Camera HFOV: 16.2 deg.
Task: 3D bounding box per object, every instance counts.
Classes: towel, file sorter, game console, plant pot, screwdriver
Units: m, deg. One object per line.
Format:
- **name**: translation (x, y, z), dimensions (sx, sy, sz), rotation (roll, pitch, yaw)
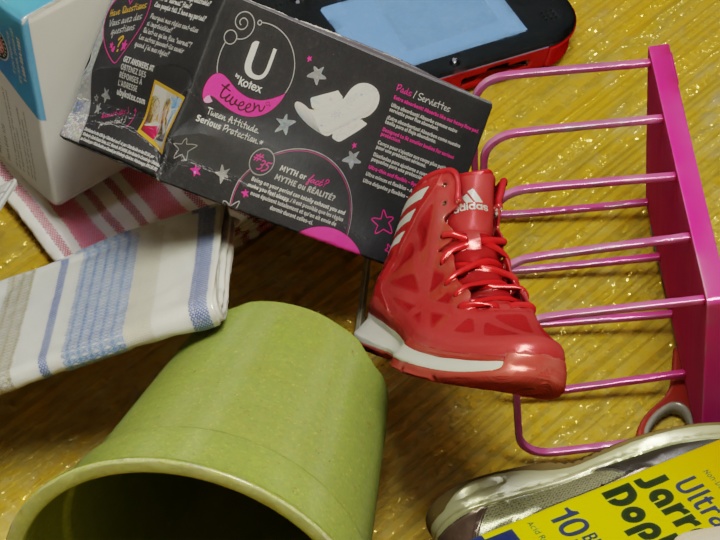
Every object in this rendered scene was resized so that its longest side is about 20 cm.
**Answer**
- **towel**: translation (-0.164, 0.026, 1.430), dimensions (0.200, 0.024, 0.147), rotation (-19, 23, 8)
- **file sorter**: translation (0.136, -0.008, 1.485), dimensions (0.125, 0.139, 0.200), rotation (-6, 49, 0)
- **game console**: translation (0.026, -0.183, 1.693), dimensions (0.200, 0.031, 0.177), rotation (-17, 55, -19)
- **plant pot**: translation (-0.065, 0.119, 1.357), dimensions (0.200, 0.200, 0.190), rotation (14, 38, 6)
- **towel**: translation (-0.121, -0.068, 1.585), dimensions (0.200, 0.030, 0.146), rotation (-30, 58, -26)
- **screwdriver**: translation (0.000, 0.000, 1.542), dimensions (0.029, 0.028, 0.200), rotation (29, 47, -19)

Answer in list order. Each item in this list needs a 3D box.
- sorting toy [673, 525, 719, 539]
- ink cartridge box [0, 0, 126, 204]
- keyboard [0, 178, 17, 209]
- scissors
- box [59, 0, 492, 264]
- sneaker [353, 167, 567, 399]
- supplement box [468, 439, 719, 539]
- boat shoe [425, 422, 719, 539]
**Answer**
- **sorting toy**: translation (0.261, 0.220, 1.272), dimensions (0.199, 0.200, 0.070), rotation (-8, 23, -12)
- **ink cartridge box**: translation (-0.198, -0.173, 1.567), dimensions (0.146, 0.147, 0.200), rotation (-32, 50, -26)
- **keyboard**: translation (-0.260, 0.026, 1.473), dimensions (0.011, 0.056, 0.200), rotation (39, 56, -17)
- **scissors**: translation (0.206, 0.047, 1.536), dimensions (0.073, 0.014, 0.200), rotation (5, 49, 3)
- **box**: translation (-0.048, -0.089, 1.470), dimensions (0.200, 0.115, 0.132), rotation (21, 2, -35)
- **sneaker**: translation (0.057, 0.001, 1.370), dimensions (0.078, 0.116, 0.200), rotation (10, 2, -27)
- **supplement box**: translation (0.164, 0.181, 1.346), dimensions (0.200, 0.110, 0.109), rotation (-20, 41, -20)
- **boat shoe**: translation (0.139, 0.138, 1.422), dimensions (0.200, 0.073, 0.065), rotation (-15, 60, -7)
